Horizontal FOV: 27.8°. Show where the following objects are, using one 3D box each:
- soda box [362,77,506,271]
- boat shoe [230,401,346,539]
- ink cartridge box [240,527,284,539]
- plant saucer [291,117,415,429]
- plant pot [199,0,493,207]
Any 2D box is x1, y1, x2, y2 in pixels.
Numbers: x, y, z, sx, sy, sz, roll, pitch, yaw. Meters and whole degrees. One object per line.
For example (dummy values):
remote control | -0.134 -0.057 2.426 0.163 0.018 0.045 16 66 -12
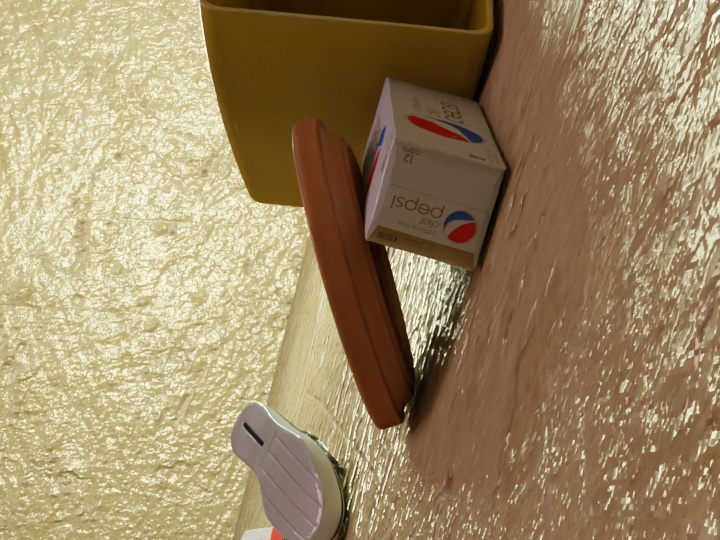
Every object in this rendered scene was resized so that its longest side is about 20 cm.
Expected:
soda box | 0.041 -0.065 0.896 0.200 0.068 0.064 -92 17 -73
boat shoe | -0.044 0.165 1.197 0.072 0.071 0.200 -61 28 10
ink cartridge box | -0.125 0.365 1.624 0.200 0.047 0.161 110 174 -63
plant saucer | 0.000 0.000 0.924 0.200 0.032 0.202 -16 -90 -85
plant pot | -0.009 -0.153 1.095 0.201 0.198 0.177 -82 -2 -54
